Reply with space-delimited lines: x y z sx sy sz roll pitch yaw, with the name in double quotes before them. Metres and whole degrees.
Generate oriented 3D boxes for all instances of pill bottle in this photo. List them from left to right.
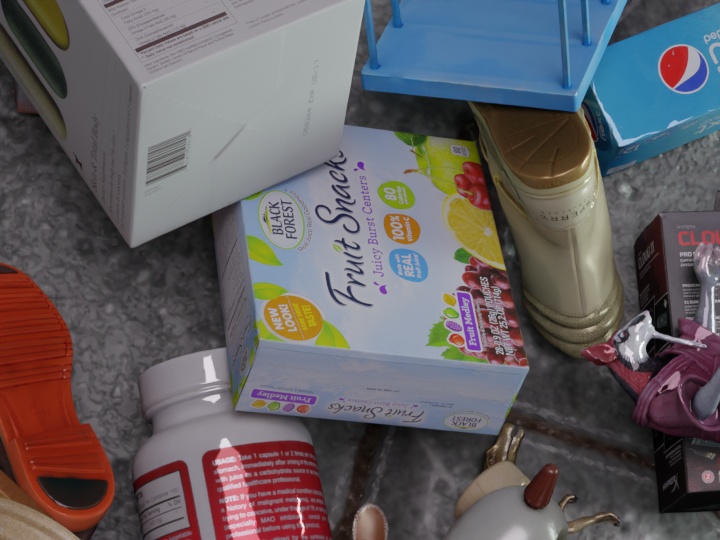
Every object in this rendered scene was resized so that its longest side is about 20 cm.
"pill bottle" -0.074 0.153 1.538 0.111 0.112 0.202 -9 76 -11

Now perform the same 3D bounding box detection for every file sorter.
"file sorter" 0.090 -0.210 1.600 0.138 0.123 0.201 7 41 19

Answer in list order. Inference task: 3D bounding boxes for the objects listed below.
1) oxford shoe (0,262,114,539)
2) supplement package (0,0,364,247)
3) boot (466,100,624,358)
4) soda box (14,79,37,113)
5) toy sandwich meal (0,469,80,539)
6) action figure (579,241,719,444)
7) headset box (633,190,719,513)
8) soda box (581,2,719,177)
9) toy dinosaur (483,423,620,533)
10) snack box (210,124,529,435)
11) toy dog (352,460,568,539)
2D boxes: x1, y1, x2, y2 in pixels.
"oxford shoe" -0.208 0.085 1.562 0.071 0.073 0.201 -2 53 -27
"supplement package" -0.118 -0.154 1.509 0.150 0.152 0.200 -24 61 -23
"boot" 0.117 -0.054 1.630 0.072 0.156 0.200 -16 35 -1
"soda box" -0.118 -0.132 1.634 0.198 0.068 0.064 5 65 -7
"toy sandwich meal" -0.206 0.195 1.495 0.204 0.206 0.070 34 33 2
"action figure" 0.227 0.080 1.551 0.198 0.134 0.150 13 116 10
"headset box" 0.258 0.047 1.636 0.147 0.077 0.202 -1 76 -8
"soda box" 0.235 -0.134 1.691 0.199 0.064 0.068 -22 78 -14
"toy dinosaur" 0.106 0.190 1.575 0.100 0.058 0.201 10 47 -6
"snack box" 0.000 0.000 1.560 0.167 0.068 0.201 7 42 -16
"toy dog" 0.058 0.173 1.475 0.131 0.097 0.200 26 49 15
